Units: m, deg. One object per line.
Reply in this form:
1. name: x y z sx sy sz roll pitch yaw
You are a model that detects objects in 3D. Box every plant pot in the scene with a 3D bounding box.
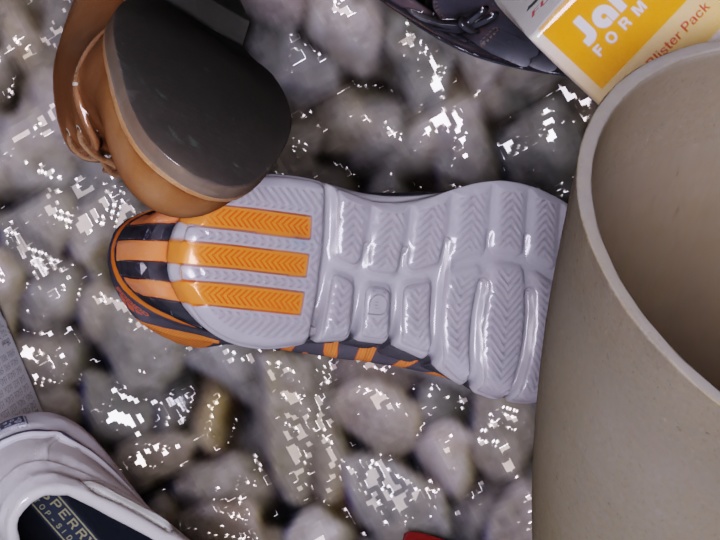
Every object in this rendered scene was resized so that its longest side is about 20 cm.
1. plant pot: 0.128 0.065 0.705 0.186 0.188 0.201 21 132 3

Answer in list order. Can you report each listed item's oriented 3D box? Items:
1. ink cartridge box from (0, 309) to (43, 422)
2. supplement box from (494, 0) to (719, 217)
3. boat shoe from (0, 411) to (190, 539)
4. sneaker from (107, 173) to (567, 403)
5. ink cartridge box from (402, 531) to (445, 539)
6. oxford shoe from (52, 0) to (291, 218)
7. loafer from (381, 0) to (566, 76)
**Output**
1. ink cartridge box: -0.191 0.051 0.857 0.115 0.068 0.201 -21 95 9
2. supplement box: 0.161 -0.068 0.770 0.200 0.074 0.126 40 100 -18
3. boat shoe: -0.066 0.133 0.822 0.072 0.066 0.200 -37 117 -3
4. sneaker: 0.000 0.000 0.828 0.199 0.112 0.078 13 85 -29
5. ink cartridge box: 0.093 0.171 0.815 0.199 0.116 0.068 22 100 4
6. oxford shoe: -0.072 -0.056 0.773 0.071 0.200 0.071 33 105 -19
7. loafer: 0.025 -0.117 0.803 0.199 0.063 0.072 25 109 -4
